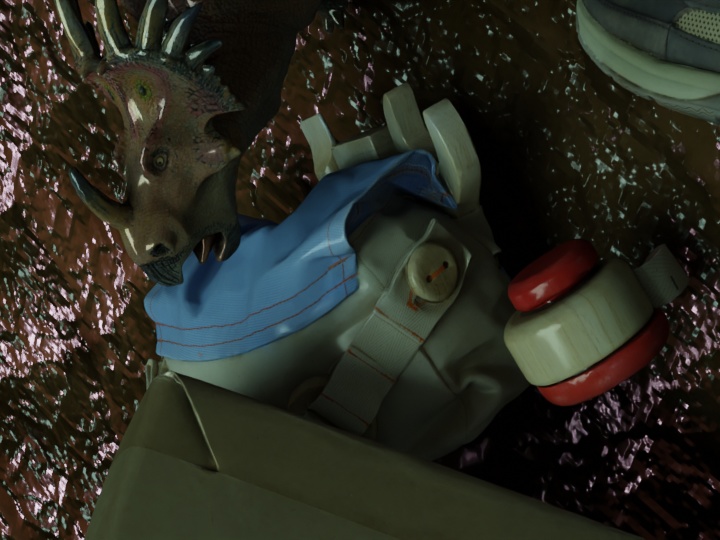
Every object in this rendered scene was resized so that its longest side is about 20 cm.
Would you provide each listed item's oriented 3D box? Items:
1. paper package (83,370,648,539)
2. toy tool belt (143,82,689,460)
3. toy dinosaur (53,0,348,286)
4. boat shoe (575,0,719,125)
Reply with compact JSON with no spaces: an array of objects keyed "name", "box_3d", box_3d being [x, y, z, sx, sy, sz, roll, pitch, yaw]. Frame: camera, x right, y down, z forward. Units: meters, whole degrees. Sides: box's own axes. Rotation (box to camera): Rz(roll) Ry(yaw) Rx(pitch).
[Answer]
[{"name":"paper package","box_3d":[-0.008,0.134,0.761,0.189,0.104,0.200,19,157,-3]},{"name":"toy tool belt","box_3d":[0.000,0.000,0.765,0.199,0.125,0.123,-22,103,50]},{"name":"toy dinosaur","box_3d":[-0.063,-0.107,0.749,0.201,0.135,0.086,56,145,25]},{"name":"boat shoe","box_3d":[0.129,-0.065,0.615,0.200,0.074,0.074,37,112,56]}]
